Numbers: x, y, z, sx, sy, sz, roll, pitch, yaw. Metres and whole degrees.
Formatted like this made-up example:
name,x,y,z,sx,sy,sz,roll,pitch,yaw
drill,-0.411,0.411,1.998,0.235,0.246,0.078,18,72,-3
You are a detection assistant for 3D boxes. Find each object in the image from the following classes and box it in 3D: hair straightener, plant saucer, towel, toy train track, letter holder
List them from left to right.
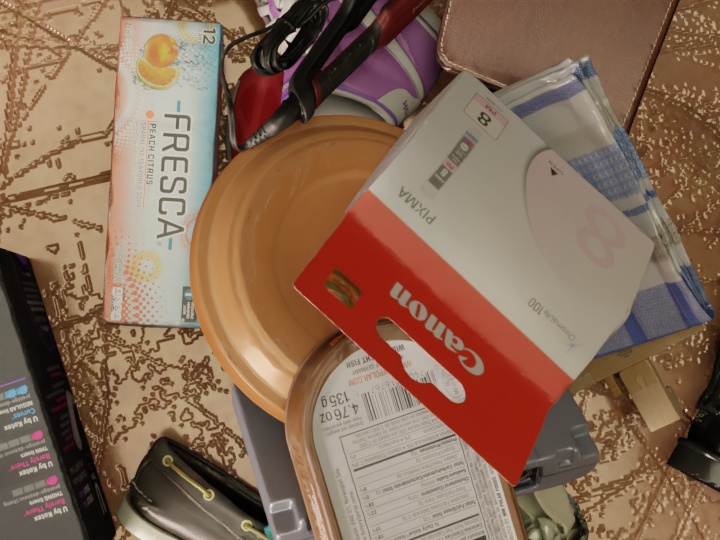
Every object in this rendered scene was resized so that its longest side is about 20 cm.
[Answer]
name,x,y,z,sx,sy,sz,roll,pitch,yaw
hair straightener,-0.023,-0.149,0.731,0.077,0.041,0.200,34,67,13
plant saucer,0.000,0.000,0.704,0.200,0.032,0.200,6,71,-19
towel,0.123,-0.027,0.769,0.147,0.024,0.200,-21,110,32
letter holder,0.135,-0.196,0.800,0.142,0.101,0.200,22,86,-2
toy train track,0.166,0.014,0.825,0.115,0.033,0.200,-31,83,29

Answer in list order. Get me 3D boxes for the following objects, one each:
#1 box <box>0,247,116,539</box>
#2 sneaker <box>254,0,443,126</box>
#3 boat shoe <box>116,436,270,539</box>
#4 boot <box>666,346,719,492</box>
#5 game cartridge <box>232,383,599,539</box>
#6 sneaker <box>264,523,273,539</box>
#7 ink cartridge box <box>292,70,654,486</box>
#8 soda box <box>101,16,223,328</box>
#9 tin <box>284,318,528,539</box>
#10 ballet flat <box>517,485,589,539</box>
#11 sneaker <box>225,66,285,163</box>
name,x,y,z,sx,sy,sz,roll,pitch,yaw
box,-0.236,0.097,0.740,0.106,0.122,0.200,-18,89,-6
sneaker,-0.041,-0.167,0.774,0.200,0.073,0.114,35,59,-3
boat shoe,-0.057,0.177,0.778,0.201,0.072,0.061,26,96,-2
boot,0.331,0.107,0.817,0.211,0.079,0.158,28,86,-4
game cartridge,0.028,0.091,0.733,0.200,0.041,0.133,-11,48,-13
sneaker,-0.021,0.177,0.727,0.080,0.078,0.200,4,52,-14
ink cartridge box,0.073,-0.006,0.663,0.163,0.200,0.057,42,127,-6
soda box,-0.128,-0.062,0.786,0.068,0.064,0.200,4,88,-6
tin,0.027,0.125,0.652,0.112,0.042,0.200,-17,92,-11
ballet flat,0.080,0.121,0.795,0.200,0.072,0.072,45,85,-4
sneaker,-0.045,-0.044,0.767,0.078,0.116,0.200,-10,89,-6
